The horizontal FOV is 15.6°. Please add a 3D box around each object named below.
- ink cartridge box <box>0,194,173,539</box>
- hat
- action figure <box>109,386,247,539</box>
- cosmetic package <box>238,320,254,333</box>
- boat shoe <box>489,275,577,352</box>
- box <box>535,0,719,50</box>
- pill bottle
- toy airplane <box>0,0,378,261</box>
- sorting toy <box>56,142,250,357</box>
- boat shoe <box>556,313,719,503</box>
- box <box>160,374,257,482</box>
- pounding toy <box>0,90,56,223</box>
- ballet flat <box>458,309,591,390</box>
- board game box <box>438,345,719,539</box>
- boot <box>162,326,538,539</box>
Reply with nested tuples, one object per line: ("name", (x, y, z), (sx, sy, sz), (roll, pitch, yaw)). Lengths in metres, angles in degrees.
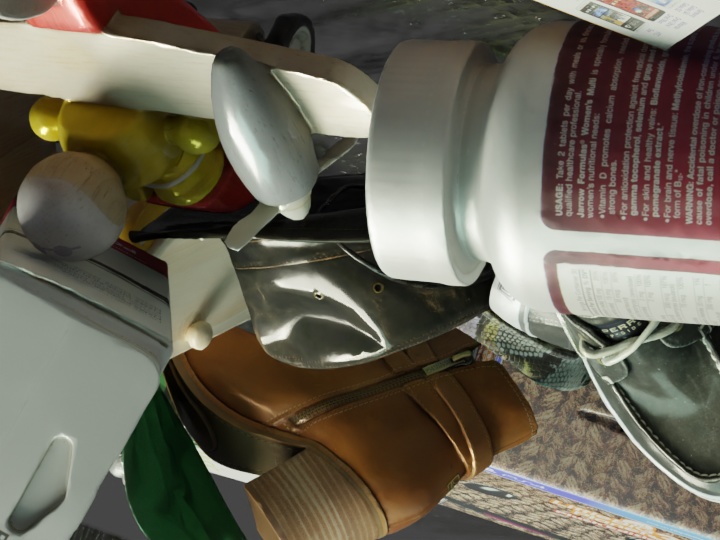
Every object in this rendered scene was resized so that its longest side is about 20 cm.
("ink cartridge box", (-0.148, 0.057, 1.124), (0.083, 0.145, 0.200), (28, -174, -8))
("hat", (0.000, 0.000, 1.181), (0.200, 0.081, 0.201), (-8, -169, 2))
("action figure", (-0.131, 0.063, 1.374), (0.055, 0.200, 0.118), (-26, 169, 9))
("cosmetic package", (-0.034, 0.050, 1.574), (0.071, 0.101, 0.200), (7, 163, 40))
("boat shoe", (0.115, 0.014, 1.200), (0.057, 0.069, 0.200), (32, -169, 19))
("box", (0.057, -0.127, 0.861), (0.200, 0.042, 0.119), (22, 166, -10))
("pill bottle", (0.110, -0.036, 0.962), (0.200, 0.110, 0.110), (5, 164, 17))
("toy airplane", (-0.105, -0.075, 1.056), (0.199, 0.141, 0.200), (21, 167, -16))
("sorting toy", (-0.140, -0.028, 1.335), (0.180, 0.107, 0.200), (22, -150, 29))
("boat shoe", (0.105, 0.011, 1.062), (0.072, 0.200, 0.071), (-30, -178, 22))
("box", (-0.080, 0.091, 1.498), (0.200, 0.036, 0.144), (14, 167, 12))
("pounding toy", (-0.276, -0.081, 1.207), (0.200, 0.142, 0.184), (10, -155, 28))
("ballet flat", (0.083, 0.010, 1.353), (0.072, 0.072, 0.200), (5, 164, 42))
("board game box", (0.132, 0.104, 1.594), (0.159, 0.097, 0.200), (18, 167, -7))
("boot", (-0.015, 0.052, 1.391), (0.200, 0.155, 0.077), (51, 162, 37))
